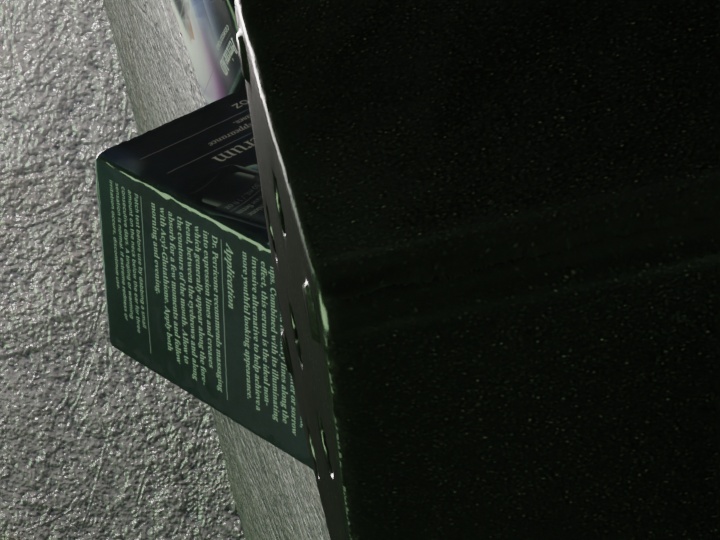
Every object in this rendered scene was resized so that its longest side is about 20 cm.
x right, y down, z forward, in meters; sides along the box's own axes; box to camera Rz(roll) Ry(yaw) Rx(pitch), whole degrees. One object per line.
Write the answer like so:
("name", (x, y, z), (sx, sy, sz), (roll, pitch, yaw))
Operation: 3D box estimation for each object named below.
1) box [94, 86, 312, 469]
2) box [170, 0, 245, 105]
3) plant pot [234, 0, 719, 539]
("box", (0.000, 0.000, 0.972), (0.199, 0.148, 0.108), (27, 131, 36))
("box", (-0.053, -0.205, 1.216), (0.200, 0.122, 0.200), (141, 110, -79))
("plant pot", (0.068, 0.001, 0.558), (0.201, 0.176, 0.201), (-108, 8, -49))
